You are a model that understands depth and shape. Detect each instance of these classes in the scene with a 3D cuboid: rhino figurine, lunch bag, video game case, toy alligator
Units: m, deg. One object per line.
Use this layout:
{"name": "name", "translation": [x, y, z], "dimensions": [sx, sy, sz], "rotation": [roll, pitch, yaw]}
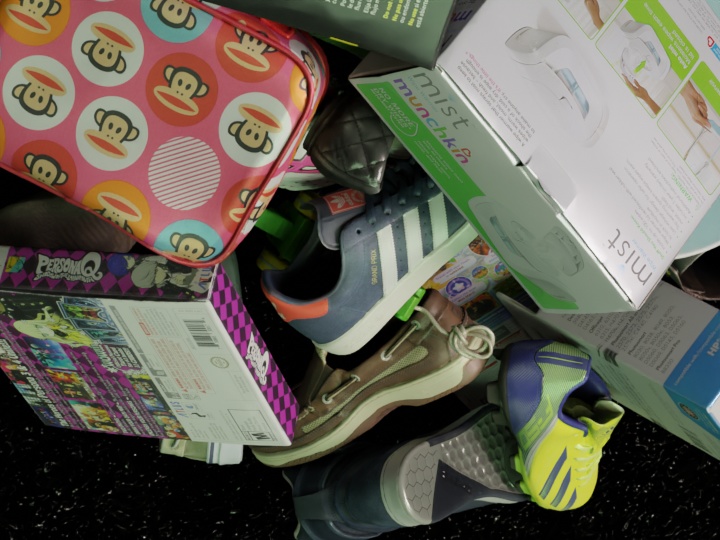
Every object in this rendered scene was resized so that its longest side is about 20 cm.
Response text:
{"name": "rhino figurine", "translation": [-0.190, -0.021, 1.480], "dimensions": [0.200, 0.060, 0.087], "rotation": [-19, 143, 15]}
{"name": "lunch bag", "translation": [-0.124, -0.117, 1.348], "dimensions": [0.200, 0.082, 0.176], "rotation": [30, 110, -2]}
{"name": "video game case", "translation": [0.096, 0.018, 1.630], "dimensions": [0.143, 0.018, 0.200], "rotation": [-32, 132, 14]}
{"name": "video game case", "translation": [-0.149, 0.050, 1.476], "dimensions": [0.181, 0.036, 0.200], "rotation": [3, 151, 17]}
{"name": "toy alligator", "translation": [0.000, 0.000, 1.532], "dimensions": [0.200, 0.054, 0.059], "rotation": [30, 100, -6]}

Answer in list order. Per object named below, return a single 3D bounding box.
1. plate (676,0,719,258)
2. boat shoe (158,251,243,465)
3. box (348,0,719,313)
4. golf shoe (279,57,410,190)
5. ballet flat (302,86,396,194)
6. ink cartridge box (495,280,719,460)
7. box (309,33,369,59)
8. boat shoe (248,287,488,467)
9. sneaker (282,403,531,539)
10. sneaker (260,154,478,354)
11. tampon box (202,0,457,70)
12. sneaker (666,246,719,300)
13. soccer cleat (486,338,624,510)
{"name": "plate", "translation": [0.186, -0.106, 1.481], "dimensions": [0.200, 0.026, 0.201], "rotation": [0, 94, -6]}
{"name": "boat shoe", "translation": [-0.110, 0.064, 1.577], "dimensions": [0.062, 0.072, 0.200], "rotation": [-3, 133, -6]}
{"name": "box", "translation": [0.125, -0.104, 1.360], "dimensions": [0.200, 0.097, 0.177], "rotation": [48, 65, -23]}
{"name": "golf shoe", "translation": [-0.053, -0.081, 1.458], "dimensions": [0.199, 0.073, 0.092], "rotation": [-3, 133, -14]}
{"name": "ballet flat", "translation": [0.041, -0.114, 1.406], "dimensions": [0.200, 0.057, 0.066], "rotation": [-45, 170, -30]}
{"name": "ink cartridge box", "translation": [0.199, 0.054, 1.575], "dimensions": [0.067, 0.200, 0.116], "rotation": [-52, 139, -8]}
{"name": "box", "translation": [0.000, -0.229, 1.367], "dimensions": [0.144, 0.036, 0.200], "rotation": [21, 121, -31]}
{"name": "boat shoe", "translation": [-0.008, 0.067, 1.607], "dimensions": [0.202, 0.075, 0.075], "rotation": [-28, 114, 26]}
{"name": "sneaker", "translation": [0.035, 0.148, 1.672], "dimensions": [0.146, 0.077, 0.202], "rotation": [-17, 174, 38]}
{"name": "sneaker", "translation": [0.016, -0.038, 1.444], "dimensions": [0.084, 0.075, 0.200], "rotation": [32, 103, -33]}
{"name": "tampon box", "translation": [-0.033, -0.218, 1.242], "dimensions": [0.199, 0.150, 0.126], "rotation": [17, 121, -4]}
{"name": "sneaker", "translation": [0.181, -0.057, 1.524], "dimensions": [0.200, 0.106, 0.075], "rotation": [24, 121, -33]}
{"name": "soccer cleat", "translation": [0.146, 0.114, 1.612], "dimensions": [0.083, 0.065, 0.200], "rotation": [0, 148, 19]}
